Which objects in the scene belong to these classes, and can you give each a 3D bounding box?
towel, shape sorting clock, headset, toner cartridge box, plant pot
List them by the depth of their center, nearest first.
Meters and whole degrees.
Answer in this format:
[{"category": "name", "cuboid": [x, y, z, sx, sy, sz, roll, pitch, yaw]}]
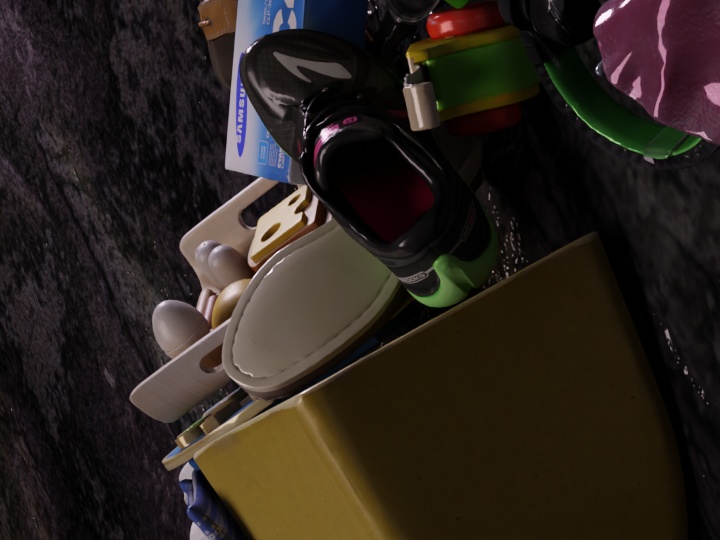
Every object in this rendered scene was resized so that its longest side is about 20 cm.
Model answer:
[{"category": "headset", "cuboid": [0.105, -0.131, 1.020, 0.123, 0.094, 0.201, 5, 124, 48]}, {"category": "plant pot", "cuboid": [0.060, 0.128, 1.203, 0.201, 0.193, 0.195, 62, 156, 2]}, {"category": "toner cartridge box", "cuboid": [-0.034, -0.152, 1.299, 0.095, 0.043, 0.202, 16, 102, 63]}, {"category": "towel", "cuboid": [-0.038, 0.202, 1.301, 0.200, 0.024, 0.145, 51, 178, -6]}, {"category": "shape sorting clock", "cuboid": [-0.039, 0.056, 1.366, 0.039, 0.199, 0.200, 55, 155, 3]}]

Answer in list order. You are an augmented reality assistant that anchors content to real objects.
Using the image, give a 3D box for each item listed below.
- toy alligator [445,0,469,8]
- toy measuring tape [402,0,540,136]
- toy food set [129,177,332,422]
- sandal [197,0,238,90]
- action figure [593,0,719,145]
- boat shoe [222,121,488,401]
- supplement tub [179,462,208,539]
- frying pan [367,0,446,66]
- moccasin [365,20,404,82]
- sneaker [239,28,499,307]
[{"category": "toy alligator", "cuboid": [0.094, -0.189, 1.102, 0.200, 0.059, 0.055, -39, 24, 58]}, {"category": "toy measuring tape", "cuboid": [0.059, -0.100, 1.158, 0.200, 0.073, 0.074, -71, -29, -79]}, {"category": "toy food set", "cuboid": [-0.070, -0.005, 1.384, 0.060, 0.143, 0.200, 46, -157, -20]}, {"category": "sandal", "cuboid": [-0.076, -0.160, 1.418, 0.200, 0.081, 0.055, 86, -175, -59]}, {"category": "action figure", "cuboid": [0.163, -0.139, 0.823, 0.149, 0.133, 0.201, -63, -11, -58]}, {"category": "boat shoe", "cuboid": [0.000, 0.000, 1.233, 0.072, 0.200, 0.060, 28, 155, 23]}, {"category": "supplement tub", "cuboid": [-0.030, 0.206, 1.504, 0.201, 0.139, 0.140, 67, 156, 18]}, {"category": "frying pan", "cuboid": [0.033, -0.156, 1.239, 0.115, 0.031, 0.192, -153, 64, -63]}, {"category": "moccasin", "cuboid": [0.006, -0.088, 1.341, 0.078, 0.073, 0.202, 95, 160, -55]}, {"category": "sneaker", "cuboid": [0.000, -0.068, 1.184, 0.200, 0.077, 0.084, 47, -178, 33]}]
